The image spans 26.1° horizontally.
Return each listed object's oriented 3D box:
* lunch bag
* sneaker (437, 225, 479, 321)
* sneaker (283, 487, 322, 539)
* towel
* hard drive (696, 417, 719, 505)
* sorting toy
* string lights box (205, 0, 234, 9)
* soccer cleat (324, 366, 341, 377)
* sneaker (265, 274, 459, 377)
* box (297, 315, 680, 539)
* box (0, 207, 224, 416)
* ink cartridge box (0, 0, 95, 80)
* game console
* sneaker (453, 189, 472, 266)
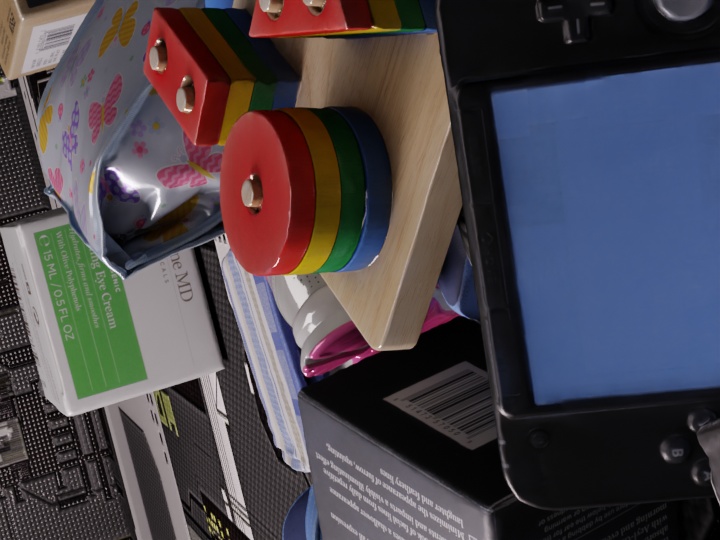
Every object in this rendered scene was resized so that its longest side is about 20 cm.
[{"bbox_3d":[-0.117,-0.105,0.981,0.127,0.201,0.170,34,-176,-30],"label":"lunch bag"},{"bbox_3d":[0.022,-0.067,0.767,0.074,0.082,0.202,178,74,-71],"label":"sneaker"},{"bbox_3d":[0.000,0.152,0.926,0.200,0.082,0.075,-21,74,55],"label":"sneaker"},{"bbox_3d":[-0.046,0.051,0.932,0.200,0.024,0.148,160,92,-79],"label":"towel"},{"bbox_3d":[0.171,0.107,0.341,0.038,0.139,0.201,131,121,-71],"label":"hard drive"},{"bbox_3d":[-0.025,-0.102,0.657,0.199,0.069,0.201,53,137,44],"label":"sorting toy"},{"bbox_3d":[-0.028,-0.161,0.805,0.059,0.102,0.201,-122,23,-44],"label":"string lights box"},{"bbox_3d":[-0.007,0.024,0.994,0.200,0.069,0.087,59,136,46],"label":"soccer cleat"},{"bbox_3d":[0.000,0.000,0.818,0.089,0.081,0.200,63,-174,8],"label":"sneaker"},{"bbox_3d":[0.065,0.147,0.731,0.148,0.107,0.202,26,130,51],"label":"box"},{"bbox_3d":[-0.259,0.026,1.602,0.200,0.170,0.201,-176,71,-72],"label":"box"},{"bbox_3d":[-0.205,-0.224,1.215,0.200,0.164,0.076,158,94,-74],"label":"ink cartridge box"},{"bbox_3d":[0.116,0.000,0.476,0.117,0.174,0.202,-69,-29,-69],"label":"game console"},{"bbox_3d":[0.059,-0.077,0.674,0.077,0.075,0.202,111,150,-73],"label":"sneaker"}]
